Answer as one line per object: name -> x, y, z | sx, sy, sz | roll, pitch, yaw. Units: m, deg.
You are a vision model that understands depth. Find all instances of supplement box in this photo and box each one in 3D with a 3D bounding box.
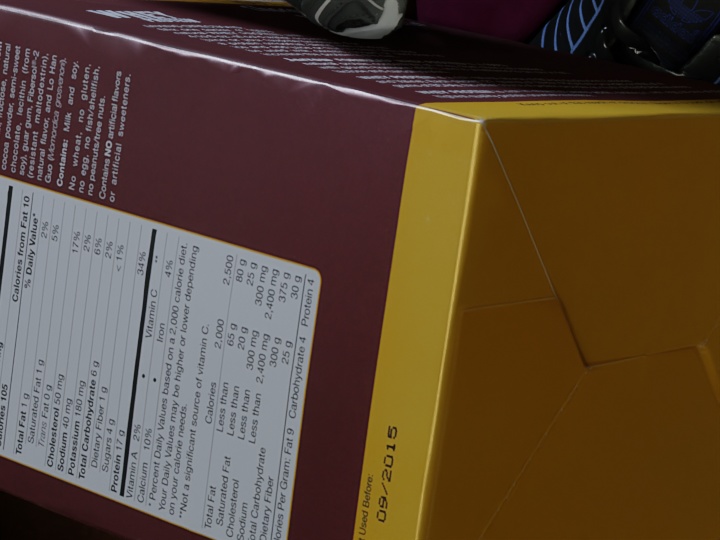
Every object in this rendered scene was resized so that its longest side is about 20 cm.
supplement box -> 0.000, 0.000, 0.686 | 0.199, 0.197, 0.134 | 16, 103, 35

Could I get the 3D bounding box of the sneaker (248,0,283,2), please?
sneaker -> -0.118, -0.153, 0.814 | 0.199, 0.081, 0.148 | 2, 106, 20

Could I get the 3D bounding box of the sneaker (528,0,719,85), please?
sneaker -> 0.090, -0.070, 0.771 | 0.070, 0.078, 0.200 | 37, 98, 6

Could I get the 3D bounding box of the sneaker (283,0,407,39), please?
sneaker -> -0.049, -0.124, 0.684 | 0.086, 0.200, 0.081 | -1, 113, -28

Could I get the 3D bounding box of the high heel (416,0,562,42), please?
high heel -> 0.058, -0.156, 0.764 | 0.067, 0.096, 0.201 | 21, 104, 9
